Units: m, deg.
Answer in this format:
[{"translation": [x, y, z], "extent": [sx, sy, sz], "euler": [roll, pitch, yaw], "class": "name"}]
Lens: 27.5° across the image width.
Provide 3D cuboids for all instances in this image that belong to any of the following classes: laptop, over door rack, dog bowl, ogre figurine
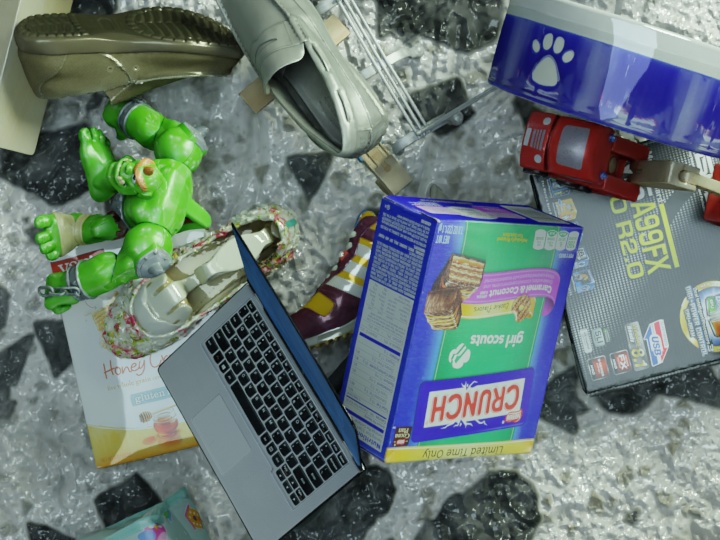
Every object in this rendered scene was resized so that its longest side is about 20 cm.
[{"translation": [-0.088, 0.099, 1.162], "extent": [0.200, 0.115, 0.188], "euler": [-41, 69, 24], "class": "laptop"}, {"translation": [0.076, -0.208, 1.266], "extent": [0.199, 0.067, 0.149], "euler": [-32, 91, -9], "class": "over door rack"}, {"translation": [0.203, -0.156, 1.157], "extent": [0.198, 0.200, 0.080], "euler": [18, 100, 3], "class": "dog bowl"}, {"translation": [-0.194, -0.062, 1.242], "extent": [0.119, 0.201, 0.099], "euler": [-1, 133, 29], "class": "ogre figurine"}]

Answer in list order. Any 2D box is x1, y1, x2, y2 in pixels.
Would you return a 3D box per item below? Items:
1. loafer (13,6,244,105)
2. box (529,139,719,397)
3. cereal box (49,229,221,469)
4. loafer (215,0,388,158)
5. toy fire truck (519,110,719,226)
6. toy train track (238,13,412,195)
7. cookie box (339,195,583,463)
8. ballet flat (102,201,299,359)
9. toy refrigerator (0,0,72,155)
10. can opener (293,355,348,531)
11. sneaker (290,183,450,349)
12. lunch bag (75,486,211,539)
[{"translation": [-0.198, -0.183, 1.264], "extent": [0.198, 0.076, 0.068], "euler": [-1, 124, -18], "class": "loafer"}, {"translation": [0.245, -0.009, 1.265], "extent": [0.158, 0.044, 0.202], "euler": [-14, 91, 4], "class": "box"}, {"translation": [-0.185, 0.060, 1.297], "extent": [0.142, 0.040, 0.202], "euler": [-14, 91, 2], "class": "cereal box"}, {"translation": [-0.057, -0.176, 1.214], "extent": [0.200, 0.070, 0.070], "euler": [48, 125, 8], "class": "loafer"}, {"translation": [0.226, -0.078, 1.173], "extent": [0.140, 0.199, 0.049], "euler": [14, 91, 31], "class": "toy fire truck"}, {"translation": [-0.031, -0.143, 1.278], "extent": [0.115, 0.033, 0.200], "euler": [-41, 88, -17], "class": "toy train track"}, {"translation": [0.081, 0.049, 1.205], "extent": [0.170, 0.075, 0.202], "euler": [1, 107, -39], "class": "cookie box"}, {"translation": [-0.139, 0.005, 1.245], "extent": [0.199, 0.064, 0.076], "euler": [-36, 92, 0], "class": "ballet flat"}, {"translation": [-0.304, -0.209, 1.276], "extent": [0.075, 0.070, 0.202], "euler": [16, 92, 29], "class": "toy refrigerator"}, {"translation": [-0.021, 0.133, 1.291], "extent": [0.066, 0.053, 0.201], "euler": [33, 96, -32], "class": "can opener"}, {"translation": [0.000, 0.000, 1.270], "extent": [0.198, 0.075, 0.091], "euler": [-26, 91, -5], "class": "sneaker"}, {"translation": [-0.208, 0.309, 1.268], "extent": [0.198, 0.122, 0.172], "euler": [-27, 92, 12], "class": "lunch bag"}]
